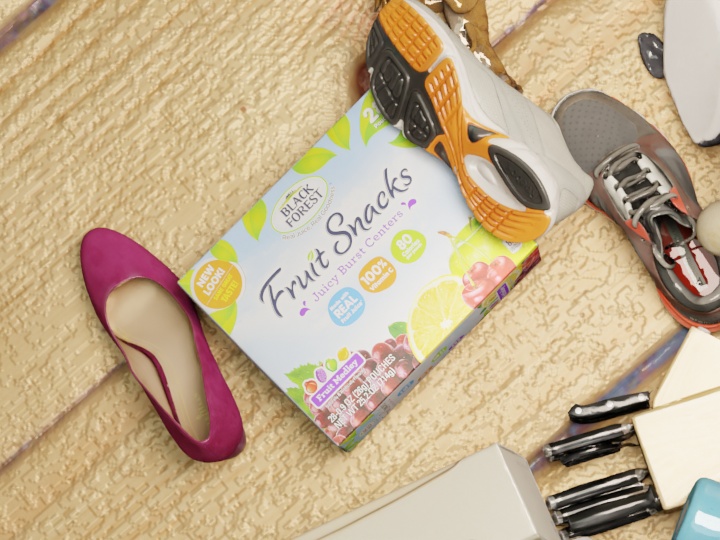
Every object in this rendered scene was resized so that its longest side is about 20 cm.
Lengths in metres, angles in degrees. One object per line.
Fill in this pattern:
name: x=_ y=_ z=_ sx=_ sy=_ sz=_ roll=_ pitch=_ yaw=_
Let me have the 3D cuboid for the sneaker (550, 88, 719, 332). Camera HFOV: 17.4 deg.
sneaker: x=0.204 y=-0.050 z=1.642 sx=0.077 sy=0.082 sz=0.200 roll=-37 pitch=79 yaw=1

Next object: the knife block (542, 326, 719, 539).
knife block: x=0.231 y=0.137 z=1.621 sx=0.200 sy=0.064 sz=0.176 roll=27 pitch=87 yaw=10

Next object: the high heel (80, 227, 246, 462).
high heel: x=-0.143 y=0.047 z=1.664 sx=0.067 sy=0.096 sz=0.200 roll=-38 pitch=79 yaw=1

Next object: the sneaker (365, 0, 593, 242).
sneaker: x=0.083 y=-0.108 z=1.640 sx=0.076 sy=0.092 sz=0.200 roll=-43 pitch=75 yaw=36

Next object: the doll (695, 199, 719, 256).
doll: x=0.310 y=0.020 z=1.605 sx=0.200 sy=0.136 sz=0.048 roll=36 pitch=130 yaw=-6

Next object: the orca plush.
orca plush: x=0.251 y=-0.187 z=1.681 sx=0.105 sy=0.071 sz=0.200 roll=-40 pitch=61 yaw=45

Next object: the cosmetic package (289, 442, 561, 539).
cosmetic package: x=0.029 y=0.196 z=1.606 sx=0.200 sy=0.104 sz=0.073 roll=-27 pitch=73 yaw=8

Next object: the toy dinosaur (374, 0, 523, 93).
toy dinosaur: x=0.068 y=-0.208 z=1.705 sx=0.106 sy=0.060 sz=0.200 roll=-3 pitch=80 yaw=-28

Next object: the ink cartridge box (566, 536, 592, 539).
ink cartridge box: x=0.188 y=0.292 z=1.508 sx=0.047 sy=0.200 sz=0.198 roll=-12 pitch=104 yaw=-19

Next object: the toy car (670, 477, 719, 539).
toy car: x=0.266 y=0.260 z=1.507 sx=0.184 sy=0.200 sz=0.177 roll=23 pitch=115 yaw=5

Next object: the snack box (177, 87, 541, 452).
snack box: x=0.000 y=0.000 z=1.668 sx=0.200 sy=0.068 sz=0.169 roll=-44 pitch=78 yaw=-2
